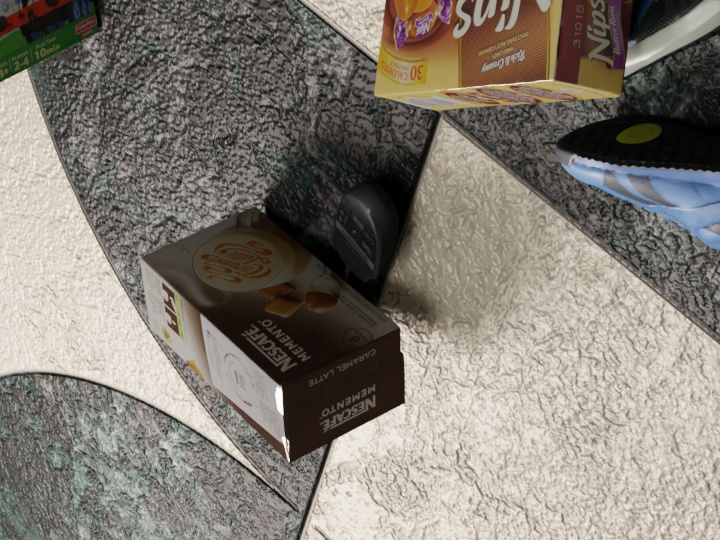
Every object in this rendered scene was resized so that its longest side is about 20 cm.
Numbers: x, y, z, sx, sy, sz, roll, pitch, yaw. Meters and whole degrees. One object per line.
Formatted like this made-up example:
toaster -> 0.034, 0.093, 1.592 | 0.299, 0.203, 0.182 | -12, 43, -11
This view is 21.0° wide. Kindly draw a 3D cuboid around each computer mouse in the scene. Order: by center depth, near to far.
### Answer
computer mouse -> 0.000, 0.000, 1.503 | 0.059, 0.034, 0.201 | 52, 151, 23

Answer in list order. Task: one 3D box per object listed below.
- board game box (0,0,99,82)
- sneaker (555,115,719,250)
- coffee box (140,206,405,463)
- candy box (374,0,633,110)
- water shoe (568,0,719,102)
board game box -> -0.287, -0.255, 1.534 | 0.036, 0.151, 0.201 | 19, 130, 37
sneaker -> 0.204, -0.046, 1.206 | 0.199, 0.066, 0.079 | 14, 130, 42
coffee box -> -0.069, 0.046, 1.505 | 0.200, 0.114, 0.080 | 40, 145, 41
candy box -> 0.087, -0.163, 1.190 | 0.200, 0.056, 0.118 | 5, 87, 61
water shoe -> 0.167, -0.162, 1.158 | 0.200, 0.071, 0.079 | -23, 92, 52
